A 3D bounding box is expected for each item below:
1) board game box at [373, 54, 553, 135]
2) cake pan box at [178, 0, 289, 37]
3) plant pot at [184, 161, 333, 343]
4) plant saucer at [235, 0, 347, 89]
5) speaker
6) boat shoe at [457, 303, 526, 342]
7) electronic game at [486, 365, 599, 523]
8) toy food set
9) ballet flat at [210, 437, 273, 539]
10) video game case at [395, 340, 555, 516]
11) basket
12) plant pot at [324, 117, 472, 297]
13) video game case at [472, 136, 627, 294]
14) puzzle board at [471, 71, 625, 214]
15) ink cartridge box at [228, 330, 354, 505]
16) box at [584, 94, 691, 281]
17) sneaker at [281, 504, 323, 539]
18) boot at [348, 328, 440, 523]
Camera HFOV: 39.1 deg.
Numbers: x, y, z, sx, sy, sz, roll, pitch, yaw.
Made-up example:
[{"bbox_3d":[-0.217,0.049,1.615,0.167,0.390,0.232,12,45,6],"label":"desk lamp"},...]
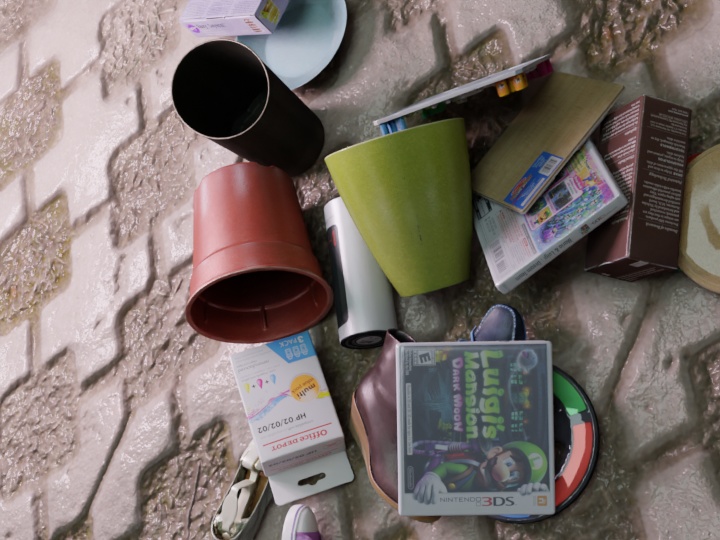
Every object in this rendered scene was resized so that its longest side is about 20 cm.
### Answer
[{"bbox_3d":[0.139,-0.227,1.313,0.199,0.200,0.026,-17,100,25],"label":"board game box"},{"bbox_3d":[-0.178,-0.455,1.592,0.200,0.052,0.185,8,66,42],"label":"cake pan box"},{"bbox_3d":[-0.151,-0.032,1.412,0.200,0.201,0.196,-24,57,20],"label":"plant pot"},{"bbox_3d":[-0.101,-0.361,1.566,0.200,0.039,0.202,-9,70,27],"label":"plant saucer"},{"bbox_3d":[0.000,0.000,1.377,0.081,0.081,0.201,-16,68,23],"label":"speaker"},{"bbox_3d":[0.148,0.133,1.222,0.084,0.069,0.201,6,74,37],"label":"boat shoe"},{"bbox_3d":[0.191,0.205,1.233,0.199,0.042,0.201,-9,70,26],"label":"electronic game"},{"bbox_3d":[0.449,-0.066,1.174,0.198,0.049,0.201,26,88,32],"label":"toy food set"},{"bbox_3d":[-0.144,0.282,1.376,0.067,0.064,0.201,20,84,31],"label":"ballet flat"},{"bbox_3d":[0.133,0.183,1.177,0.181,0.023,0.201,-1,89,1],"label":"video game case"},{"bbox_3d":[-0.148,-0.220,1.453,0.180,0.200,0.136,37,93,31],"label":"basket"},{"bbox_3d":[0.069,-0.073,1.310,0.187,0.187,0.201,-15,92,24],"label":"plant pot"},{"bbox_3d":[0.222,-0.086,1.255,0.182,0.024,0.200,-38,31,19],"label":"video game case"},{"bbox_3d":[0.231,-0.165,1.294,0.200,0.017,0.151,-51,30,-2],"label":"puzzle board"},{"bbox_3d":[-0.091,0.195,1.347,0.115,0.068,0.201,-18,64,-7],"label":"ink cartridge box"},{"bbox_3d":[0.330,-0.095,1.207,0.100,0.075,0.201,154,129,-71],"label":"box"},{"bbox_3d":[-0.033,0.394,1.284,0.114,0.073,0.201,-12,80,21],"label":"sneaker"},{"bbox_3d":[0.059,0.192,1.257,0.200,0.072,0.167,50,130,37],"label":"boot"}]
